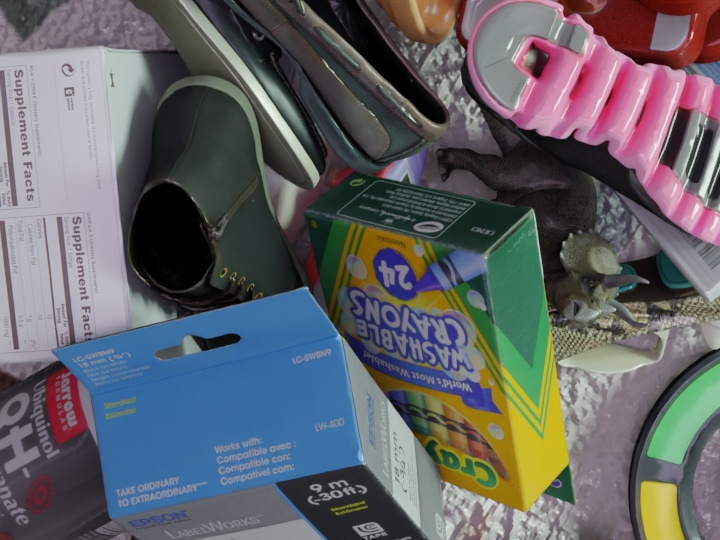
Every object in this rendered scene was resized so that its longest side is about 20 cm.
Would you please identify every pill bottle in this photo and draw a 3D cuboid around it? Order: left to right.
[{"bbox_3d":[-0.165,0.107,0.824,0.198,0.111,0.112,-29,93,14],"label":"pill bottle"}]

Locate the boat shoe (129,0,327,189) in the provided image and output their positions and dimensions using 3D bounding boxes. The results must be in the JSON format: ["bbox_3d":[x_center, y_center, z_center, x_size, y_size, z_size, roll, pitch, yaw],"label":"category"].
[{"bbox_3d":[-0.071,-0.138,0.749,0.066,0.074,0.200,-43,98,-19],"label":"boat shoe"}]

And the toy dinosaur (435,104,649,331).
[{"bbox_3d":[0.100,-0.034,0.800,0.101,0.077,0.202,-8,54,3],"label":"toy dinosaur"}]

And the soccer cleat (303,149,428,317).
[{"bbox_3d":[0.000,0.000,0.834,0.076,0.067,0.202,25,97,-19],"label":"soccer cleat"}]

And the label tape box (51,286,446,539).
[{"bbox_3d":[-0.053,0.101,0.706,0.142,0.200,0.064,-14,53,16],"label":"label tape box"}]

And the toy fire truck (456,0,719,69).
[{"bbox_3d":[0.146,-0.212,0.767,0.166,0.112,0.203,10,86,23],"label":"toy fire truck"}]

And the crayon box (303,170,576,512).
[{"bbox_3d":[0.048,0.052,0.767,0.125,0.051,0.202,15,131,39],"label":"crayon box"}]

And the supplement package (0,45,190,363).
[{"bbox_3d":[-0.162,-0.043,0.769,0.109,0.200,0.158,-4,98,6],"label":"supplement package"}]

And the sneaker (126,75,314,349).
[{"bbox_3d":[-0.079,0.009,0.727,0.074,0.107,0.202,-6,124,14],"label":"sneaker"}]

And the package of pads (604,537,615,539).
[{"bbox_3d":[0.074,0.241,0.820,0.197,0.122,0.076,-13,137,7],"label":"package of pads"}]

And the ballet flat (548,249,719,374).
[{"bbox_3d":[0.179,0.021,0.820,0.197,0.068,0.076,-15,117,13],"label":"ballet flat"}]

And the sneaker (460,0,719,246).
[{"bbox_3d":[0.138,-0.078,0.746,0.199,0.095,0.080,32,82,-9],"label":"sneaker"}]

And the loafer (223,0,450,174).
[{"bbox_3d":[-0.020,-0.143,0.712,0.062,0.072,0.201,-14,122,40],"label":"loafer"}]

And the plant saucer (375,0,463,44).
[{"bbox_3d":[0.031,-0.225,0.732,0.037,0.200,0.203,5,97,15],"label":"plant saucer"}]

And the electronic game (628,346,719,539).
[{"bbox_3d":[0.263,0.136,0.830,0.197,0.042,0.203,1,97,6],"label":"electronic game"}]

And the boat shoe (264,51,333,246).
[{"bbox_3d":[-0.062,-0.075,0.824,0.068,0.072,0.202,27,110,22],"label":"boat shoe"}]

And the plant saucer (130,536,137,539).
[{"bbox_3d":[-0.072,0.192,0.818,0.198,0.037,0.203,-11,64,22],"label":"plant saucer"}]

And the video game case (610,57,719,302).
[{"bbox_3d":[0.233,-0.098,0.781,0.199,0.018,0.144,-39,64,6],"label":"video game case"}]
